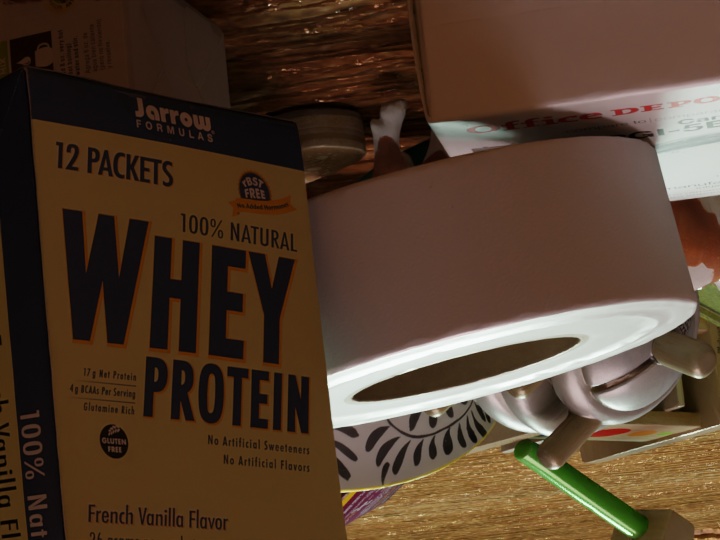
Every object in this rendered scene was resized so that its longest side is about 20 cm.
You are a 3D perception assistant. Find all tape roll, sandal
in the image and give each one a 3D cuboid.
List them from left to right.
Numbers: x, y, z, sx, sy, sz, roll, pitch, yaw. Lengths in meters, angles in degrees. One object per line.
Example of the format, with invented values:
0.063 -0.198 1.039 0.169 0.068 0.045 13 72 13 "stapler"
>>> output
-0.066 -0.021 1.411 0.077 0.070 0.211 2 165 -33 "sandal"
0.035 0.009 1.144 0.201 0.071 0.202 -14 171 -2 "tape roll"

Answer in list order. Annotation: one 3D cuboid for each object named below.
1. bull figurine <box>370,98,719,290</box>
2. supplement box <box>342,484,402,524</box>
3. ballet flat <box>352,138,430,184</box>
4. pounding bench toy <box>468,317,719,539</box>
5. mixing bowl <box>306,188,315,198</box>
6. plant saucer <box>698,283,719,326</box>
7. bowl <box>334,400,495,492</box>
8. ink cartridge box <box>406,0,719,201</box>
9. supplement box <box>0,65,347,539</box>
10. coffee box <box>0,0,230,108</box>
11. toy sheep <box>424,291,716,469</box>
0.098 -0.033 1.300 0.199 0.122 0.065 -12 170 0 "bull figurine"
-0.023 0.090 1.667 0.086 0.110 0.200 -47 171 16 "supplement box"
0.000 0.000 1.358 0.067 0.064 0.200 11 -144 40 "ballet flat"
0.123 0.077 1.641 0.155 0.201 0.124 3 165 -39 "pounding bench toy"
-0.117 -0.005 1.254 0.199 0.201 0.109 -10 140 17 "mixing bowl"
0.216 0.008 1.478 0.199 0.048 0.200 28 175 15 "plant saucer"
-0.019 0.023 1.504 0.199 0.095 0.201 1 -148 -1 "bowl"
0.106 -0.086 1.169 0.146 0.083 0.200 -8 168 10 "ink cartridge box"
-0.126 0.055 1.057 0.134 0.201 0.199 8 157 -43 "supplement box"
-0.165 -0.061 1.153 0.199 0.080 0.113 -11 164 17 "coffee box"
0.101 0.024 1.388 0.137 0.139 0.200 6 -167 -44 "toy sheep"
